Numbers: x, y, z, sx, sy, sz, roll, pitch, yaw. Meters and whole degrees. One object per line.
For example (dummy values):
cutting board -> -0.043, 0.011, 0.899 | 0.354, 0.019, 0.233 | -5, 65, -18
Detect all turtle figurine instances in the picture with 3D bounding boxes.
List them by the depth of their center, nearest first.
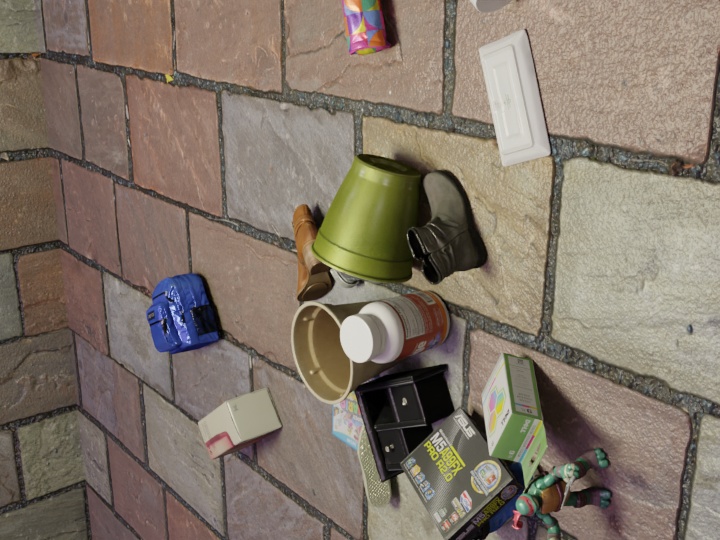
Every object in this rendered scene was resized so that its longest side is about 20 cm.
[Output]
turtle figurine -> 0.310, 0.355, 1.407 | 0.100, 0.199, 0.151 | 28, 123, 44

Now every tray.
tray -> 0.241, -0.273, 1.445 | 0.107, 0.022, 0.202 | -9, 94, 54

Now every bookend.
bookend -> 0.101, 0.300, 1.756 | 0.198, 0.092, 0.202 | -19, 87, 53

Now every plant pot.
plant pot -> 0.028, -0.105, 1.661 | 0.200, 0.199, 0.194 | 34, 115, 42
plant pot -> -0.007, 0.142, 1.770 | 0.200, 0.182, 0.202 | 20, 116, 48

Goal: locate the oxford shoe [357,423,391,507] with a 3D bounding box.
oxford shoe -> 0.031, 0.400, 1.907 | 0.058, 0.074, 0.202 | -105, 10, -80

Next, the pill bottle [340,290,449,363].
pill bottle -> 0.062, 0.107, 1.647 | 0.112, 0.199, 0.113 | 12, 108, 44

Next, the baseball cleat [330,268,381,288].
baseball cleat -> 0.000, 0.000, 1.826 | 0.200, 0.069, 0.107 | 42, 139, 50

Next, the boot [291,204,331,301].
boot -> -0.119, -0.034, 1.957 | 0.201, 0.076, 0.156 | 97, 157, -59

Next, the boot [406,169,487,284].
boot -> 0.132, -0.080, 1.560 | 0.068, 0.130, 0.201 | -40, 69, 50

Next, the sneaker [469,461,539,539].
sneaker -> 0.237, 0.415, 1.597 | 0.077, 0.111, 0.200 | 56, 139, 25

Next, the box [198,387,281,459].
box -> -0.310, 0.394, 2.299 | 0.200, 0.127, 0.110 | -38, 71, 51

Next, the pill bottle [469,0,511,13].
pill bottle -> 0.167, -0.504, 1.391 | 0.201, 0.115, 0.116 | 60, 140, 20

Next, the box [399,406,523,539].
box -> 0.175, 0.365, 1.603 | 0.160, 0.044, 0.200 | -44, 38, 7

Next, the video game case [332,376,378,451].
video game case -> -0.014, 0.296, 1.967 | 0.143, 0.018, 0.202 | 23, 119, 47

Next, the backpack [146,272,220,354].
backpack -> -0.483, 0.112, 2.408 | 0.162, 0.167, 0.202 | -21, 80, 47

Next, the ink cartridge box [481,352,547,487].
ink cartridge box -> 0.251, 0.243, 1.479 | 0.201, 0.059, 0.104 | -88, 13, -54

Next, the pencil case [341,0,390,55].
pencil case -> 0.003, -0.497, 1.641 | 0.088, 0.088, 0.202 | 1, 100, 52
